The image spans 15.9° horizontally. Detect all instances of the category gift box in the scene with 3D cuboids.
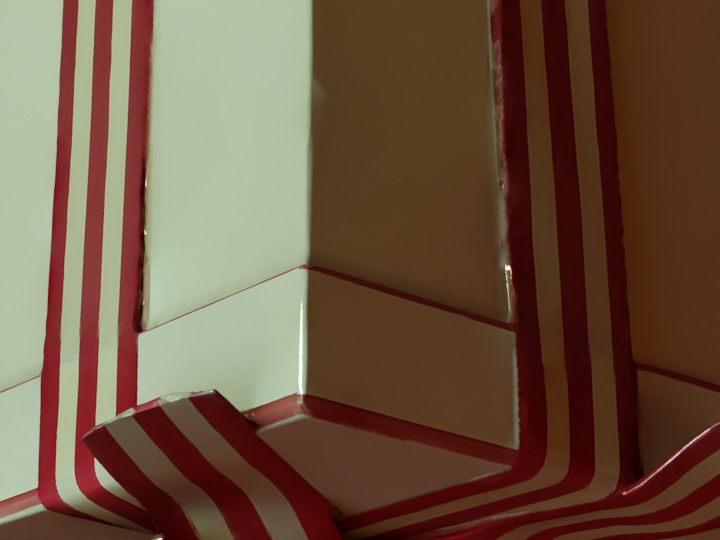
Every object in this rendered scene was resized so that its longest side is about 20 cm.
[{"bbox_3d":[0.000,0.000,0.661,0.200,0.184,0.187,-24,59,51],"label":"gift box"}]
